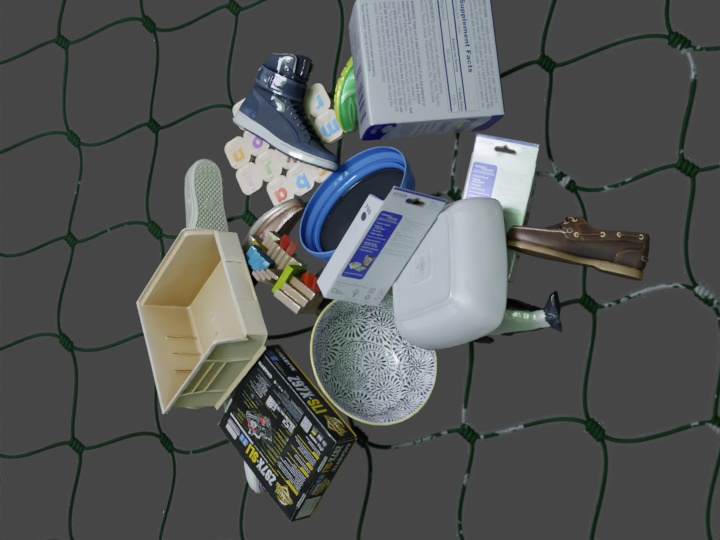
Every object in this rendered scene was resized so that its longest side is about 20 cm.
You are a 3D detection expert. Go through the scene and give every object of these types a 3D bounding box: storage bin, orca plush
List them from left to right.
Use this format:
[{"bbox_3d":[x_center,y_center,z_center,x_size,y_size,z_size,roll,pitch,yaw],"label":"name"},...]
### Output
[{"bbox_3d":[-0.235,0.073,1.467,0.199,0.093,0.201,-50,48,38],"label":"storage bin"},{"bbox_3d":[0.197,0.045,1.425,0.199,0.105,0.071,-14,41,40],"label":"orca plush"}]

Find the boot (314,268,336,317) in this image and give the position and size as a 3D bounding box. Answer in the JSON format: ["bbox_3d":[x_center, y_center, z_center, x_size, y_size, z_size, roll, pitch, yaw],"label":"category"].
[{"bbox_3d":[0.000,0.000,1.510,0.200,0.097,0.075,-43,64,-12],"label":"boot"}]

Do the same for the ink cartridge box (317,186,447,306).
[{"bbox_3d":[0.028,-0.039,1.369,0.201,0.099,0.039,-56,41,27],"label":"ink cartridge box"}]

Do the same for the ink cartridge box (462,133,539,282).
[{"bbox_3d":[0.197,-0.091,1.445,0.099,0.039,0.202,14,93,21],"label":"ink cartridge box"}]

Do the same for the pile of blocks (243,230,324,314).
[{"bbox_3d":[-0.117,-0.013,1.448,0.062,0.082,0.200,-57,45,12],"label":"pile of blocks"}]

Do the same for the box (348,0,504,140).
[{"bbox_3d":[0.092,-0.293,1.431,0.198,0.105,0.186,-5,84,-8],"label":"box"}]

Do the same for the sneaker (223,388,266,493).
[{"bbox_3d":[-0.167,0.246,1.561,0.099,0.075,0.202,-6,85,40],"label":"sneaker"}]

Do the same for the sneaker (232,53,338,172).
[{"bbox_3d":[-0.093,-0.252,1.537,0.202,0.077,0.147,33,100,22],"label":"sneaker"}]

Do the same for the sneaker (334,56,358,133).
[{"bbox_3d":[0.025,-0.299,1.513,0.083,0.074,0.201,32,97,23],"label":"sneaker"}]

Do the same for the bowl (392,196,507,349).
[{"bbox_3d":[0.112,0.002,1.387,0.199,0.074,0.202,-23,62,52],"label":"bowl"}]

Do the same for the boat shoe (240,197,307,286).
[{"bbox_3d":[-0.148,-0.031,1.565,0.200,0.076,0.072,-46,76,22],"label":"boat shoe"}]

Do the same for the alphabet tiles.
[{"bbox_3d":[-0.123,-0.210,1.594,0.199,0.015,0.197,-30,75,16],"label":"alphabet tiles"}]

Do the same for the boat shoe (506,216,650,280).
[{"bbox_3d":[0.302,-0.040,1.381,0.198,0.070,0.071,12,89,0],"label":"boat shoe"}]

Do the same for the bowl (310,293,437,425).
[{"bbox_3d":[0.005,0.138,1.462,0.199,0.094,0.203,8,68,-21],"label":"bowl"}]

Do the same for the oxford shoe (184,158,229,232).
[{"bbox_3d":[-0.255,-0.080,1.616,0.058,0.075,0.202,7,98,62],"label":"oxford shoe"}]

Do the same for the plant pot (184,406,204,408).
[{"bbox_3d":[-0.252,0.120,1.588,0.199,0.027,0.202,-8,77,37],"label":"plant pot"}]

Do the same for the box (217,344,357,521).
[{"bbox_3d":[-0.110,0.231,1.428,0.200,0.049,0.161,45,122,31],"label":"box"}]

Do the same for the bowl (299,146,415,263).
[{"bbox_3d":[-0.003,-0.095,1.471,0.200,0.039,0.202,-29,37,25],"label":"bowl"}]
